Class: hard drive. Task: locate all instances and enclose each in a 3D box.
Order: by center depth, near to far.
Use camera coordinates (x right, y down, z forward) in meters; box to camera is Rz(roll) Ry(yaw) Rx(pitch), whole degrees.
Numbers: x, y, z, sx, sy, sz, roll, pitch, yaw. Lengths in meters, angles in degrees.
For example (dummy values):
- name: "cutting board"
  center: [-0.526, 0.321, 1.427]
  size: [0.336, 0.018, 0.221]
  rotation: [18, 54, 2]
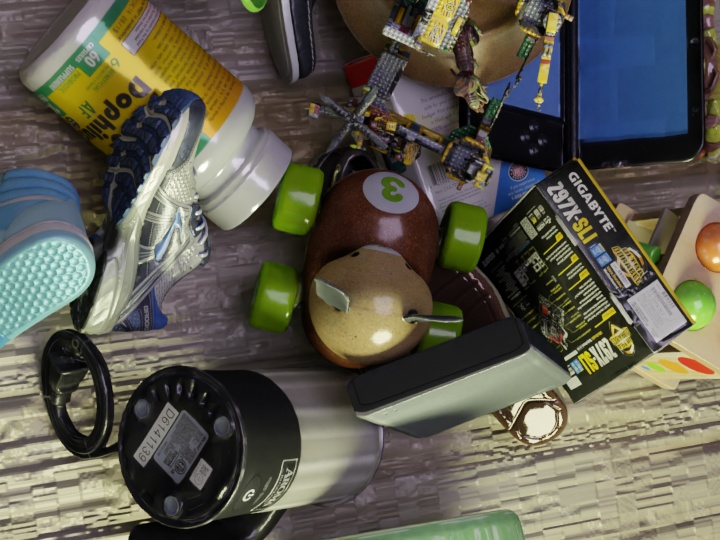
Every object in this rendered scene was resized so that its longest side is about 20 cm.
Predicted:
- name: "hard drive"
  center: [0.080, 0.085, 1.497]
  size: [0.139, 0.200, 0.033]
  rotation: [-22, 76, 10]

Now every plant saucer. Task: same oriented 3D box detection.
- name: "plant saucer"
  center: [0.076, -0.247, 1.552]
  size: [0.200, 0.035, 0.201]
  rotation: [1, 79, -6]

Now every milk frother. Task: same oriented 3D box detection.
- name: "milk frother"
  center: [-0.121, 0.112, 1.492]
  size: [0.188, 0.180, 0.200]
  rotation: [3, 52, -57]

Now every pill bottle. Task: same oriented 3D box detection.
- name: "pill bottle"
  center: [-0.153, -0.125, 1.493]
  size: [0.200, 0.113, 0.113]
  rotation: [41, 73, -17]

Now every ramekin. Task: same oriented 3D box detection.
- name: "ramekin"
  center: [0.044, 0.248, 1.519]
  size: [0.199, 0.200, 0.098]
  rotation: [-6, 82, -24]

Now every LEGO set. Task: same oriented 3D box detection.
- name: "LEGO set"
  center: [0.067, -0.151, 1.468]
  size: [0.154, 0.116, 0.200]
  rotation: [32, 111, -5]

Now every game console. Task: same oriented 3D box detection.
- name: "game console"
  center: [0.179, -0.189, 1.579]
  size: [0.172, 0.119, 0.201]
  rotation: [9, 76, -36]

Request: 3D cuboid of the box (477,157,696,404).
- name: "box"
  center: [0.173, 0.013, 1.564]
  size: [0.049, 0.200, 0.160]
  rotation: [-34, 83, -19]

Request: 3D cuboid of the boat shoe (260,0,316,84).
- name: "boat shoe"
  center: [-0.053, -0.252, 1.565]
  size: [0.060, 0.076, 0.201]
  rotation: [-10, 92, -18]

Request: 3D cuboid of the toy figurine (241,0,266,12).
- name: "toy figurine"
  center: [-0.161, -0.281, 1.471]
  size: [0.183, 0.150, 0.201]
  rotation: [-3, 66, 14]

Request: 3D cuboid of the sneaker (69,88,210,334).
- name: "sneaker"
  center: [-0.149, -0.041, 1.442]
  size: [0.085, 0.077, 0.200]
  rotation: [12, 113, -31]

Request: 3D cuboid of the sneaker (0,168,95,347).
- name: "sneaker"
  center: [-0.286, -0.002, 1.455]
  size: [0.200, 0.131, 0.080]
  rotation: [-26, 127, 11]

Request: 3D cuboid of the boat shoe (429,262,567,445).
- name: "boat shoe"
  center: [0.100, 0.055, 1.622]
  size: [0.075, 0.075, 0.203]
  rotation: [-29, 109, 13]

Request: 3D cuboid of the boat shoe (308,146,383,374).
- name: "boat shoe"
  center: [0.000, 0.000, 1.582]
  size: [0.072, 0.061, 0.202]
  rotation: [-12, 92, -24]

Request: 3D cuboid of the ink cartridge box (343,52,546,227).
- name: "ink cartridge box"
  center: [0.066, -0.137, 1.614]
  size: [0.116, 0.067, 0.201]
  rotation: [-22, 96, -25]

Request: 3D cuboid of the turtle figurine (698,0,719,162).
- name: "turtle figurine"
  center: [0.291, -0.166, 1.717]
  size: [0.161, 0.064, 0.201]
  rotation: [2, 87, -24]

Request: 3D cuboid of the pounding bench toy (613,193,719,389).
- name: "pounding bench toy"
  center: [0.249, 0.003, 1.640]
  size: [0.200, 0.156, 0.125]
  rotation: [30, 76, -19]

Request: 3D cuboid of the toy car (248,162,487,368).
- name: "toy car"
  center: [0.011, 0.006, 1.453]
  size: [0.164, 0.200, 0.158]
  rotation: [13, 95, -6]
